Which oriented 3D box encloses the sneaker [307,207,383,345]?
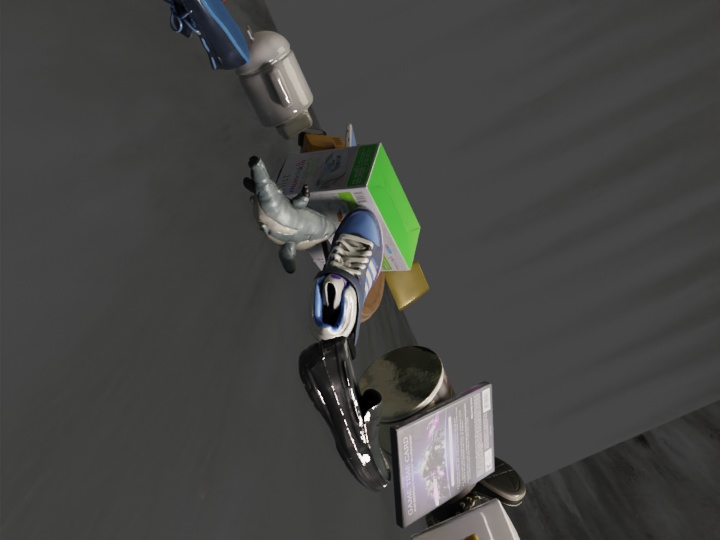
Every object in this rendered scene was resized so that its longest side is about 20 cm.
[{"bbox_3d":[-0.017,0.002,0.843,0.147,0.079,0.205,72,35,-83],"label":"sneaker"}]

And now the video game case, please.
[{"bbox_3d":[0.123,0.259,0.894,0.019,0.197,0.147,11,-70,50],"label":"video game case"}]

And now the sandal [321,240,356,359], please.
[{"bbox_3d":[-0.046,0.053,1.004,0.075,0.044,0.205,-78,158,-72],"label":"sandal"}]

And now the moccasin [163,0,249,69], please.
[{"bbox_3d":[-0.210,-0.323,0.801,0.201,0.067,0.082,56,19,-58],"label":"moccasin"}]

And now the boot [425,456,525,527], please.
[{"bbox_3d":[0.185,0.386,1.045,0.201,0.072,0.158,16,-74,50],"label":"boot"}]

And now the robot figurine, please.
[{"bbox_3d":[-0.160,-0.346,1.141,0.203,0.112,0.170,64,-10,-28],"label":"robot figurine"}]

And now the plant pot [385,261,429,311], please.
[{"bbox_3d":[0.227,0.057,3.002,0.200,0.173,0.204,-32,98,-85],"label":"plant pot"}]

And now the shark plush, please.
[{"bbox_3d":[-0.098,-0.090,0.808,0.201,0.082,0.092,61,7,-47],"label":"shark plush"}]

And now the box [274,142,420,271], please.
[{"bbox_3d":[-0.019,-0.091,1.012,0.201,0.173,0.098,56,42,-44],"label":"box"}]

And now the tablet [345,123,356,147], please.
[{"bbox_3d":[-0.004,-0.148,1.129,0.202,0.013,0.133,74,13,-52],"label":"tablet"}]

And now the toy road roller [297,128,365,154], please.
[{"bbox_3d":[-0.048,-0.193,1.187,0.201,0.142,0.126,-110,-156,-64],"label":"toy road roller"}]

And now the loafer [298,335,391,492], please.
[{"bbox_3d":[-0.004,0.168,0.717,0.068,0.069,0.204,-98,164,-71],"label":"loafer"}]

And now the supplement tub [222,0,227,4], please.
[{"bbox_3d":[-0.229,-0.445,0.910,0.201,0.105,0.108,-104,168,-60],"label":"supplement tub"}]

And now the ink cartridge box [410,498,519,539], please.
[{"bbox_3d":[0.182,0.459,0.925,0.201,0.143,0.149,60,8,-51],"label":"ink cartridge box"}]

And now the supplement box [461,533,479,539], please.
[{"bbox_3d":[0.128,0.430,0.697,0.202,0.107,0.111,-107,171,-51],"label":"supplement box"}]

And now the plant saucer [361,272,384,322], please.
[{"bbox_3d":[0.000,0.000,1.210,0.199,0.029,0.206,15,73,-61],"label":"plant saucer"}]

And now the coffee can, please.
[{"bbox_3d":[0.094,0.243,0.974,0.147,0.144,0.203,-105,169,-61],"label":"coffee can"}]
